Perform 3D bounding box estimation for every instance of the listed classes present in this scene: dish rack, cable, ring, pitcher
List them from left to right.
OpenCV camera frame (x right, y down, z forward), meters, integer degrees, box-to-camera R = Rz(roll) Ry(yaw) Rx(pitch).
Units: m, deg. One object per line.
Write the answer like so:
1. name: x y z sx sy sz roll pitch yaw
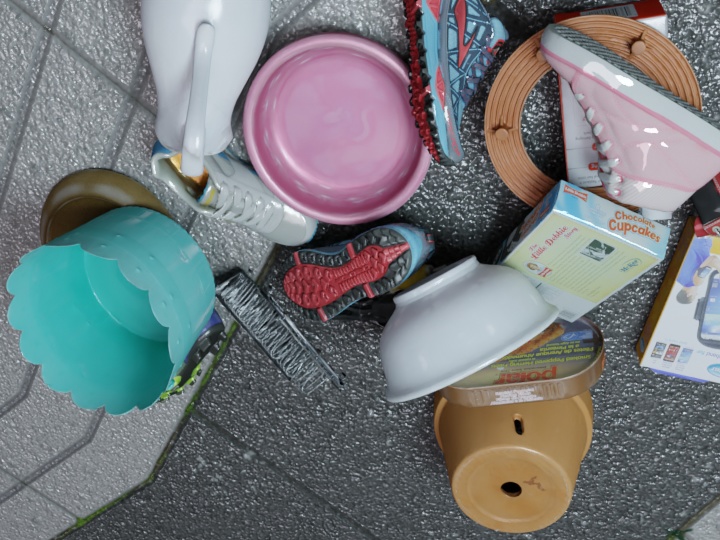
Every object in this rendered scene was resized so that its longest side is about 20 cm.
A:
1. pitcher: -0.146 -0.202 0.784 0.119 0.172 0.203 5 116 -16
2. dish rack: -0.092 0.073 0.953 0.054 0.200 0.154 -43 109 -8
3. cable: 0.022 0.042 0.999 0.197 0.051 0.098 -2 124 26
4. ring: 0.213 -0.133 0.783 0.197 0.019 0.203 7 122 10

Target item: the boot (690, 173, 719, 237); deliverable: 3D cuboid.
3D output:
1. boot: 0.405 -0.045 0.801 0.144 0.072 0.201 -46 66 32

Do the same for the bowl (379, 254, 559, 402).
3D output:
1. bowl: 0.093 0.047 0.861 0.199 0.201 0.091 -28 91 25

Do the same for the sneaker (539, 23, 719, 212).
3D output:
1. sneaker: 0.219 -0.121 0.731 0.198 0.076 0.105 29 119 -11

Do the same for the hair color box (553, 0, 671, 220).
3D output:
1. hair color box: 0.244 -0.147 0.814 0.100 0.062 0.203 -4 120 14

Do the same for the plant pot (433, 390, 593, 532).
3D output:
1. plant pot: 0.179 0.210 1.005 0.196 0.141 0.203 6 123 9

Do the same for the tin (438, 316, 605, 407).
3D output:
1. tin: 0.175 0.101 0.953 0.196 0.113 0.042 -8 121 16

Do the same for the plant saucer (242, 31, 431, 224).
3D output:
1. plant saucer: -0.021 -0.147 0.871 0.197 0.051 0.204 4 121 7

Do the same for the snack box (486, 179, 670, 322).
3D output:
1. snack box: 0.210 -0.012 0.860 0.115 0.038 0.200 23 157 -3

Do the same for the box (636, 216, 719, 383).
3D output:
1. box: 0.384 0.047 0.922 0.117 0.042 0.203 12 121 4

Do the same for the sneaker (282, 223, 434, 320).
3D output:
1. sneaker: 0.000 0.000 0.931 0.198 0.095 0.081 -14 94 40

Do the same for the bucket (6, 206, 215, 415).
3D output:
1. bucket: -0.266 0.038 0.929 0.203 0.135 0.211 8 118 15

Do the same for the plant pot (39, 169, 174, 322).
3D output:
1. plant pot: -0.300 -0.020 1.006 0.196 0.028 0.203 7 117 14

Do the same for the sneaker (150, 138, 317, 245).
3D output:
1. sneaker: -0.138 -0.081 0.919 0.198 0.081 0.077 31 121 -11

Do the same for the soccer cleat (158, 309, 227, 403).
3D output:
1. soccer cleat: -0.239 0.104 1.079 0.084 0.064 0.200 53 126 12

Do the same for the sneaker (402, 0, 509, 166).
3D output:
1. sneaker: 0.092 -0.199 0.771 0.094 0.079 0.204 -5 95 -5
